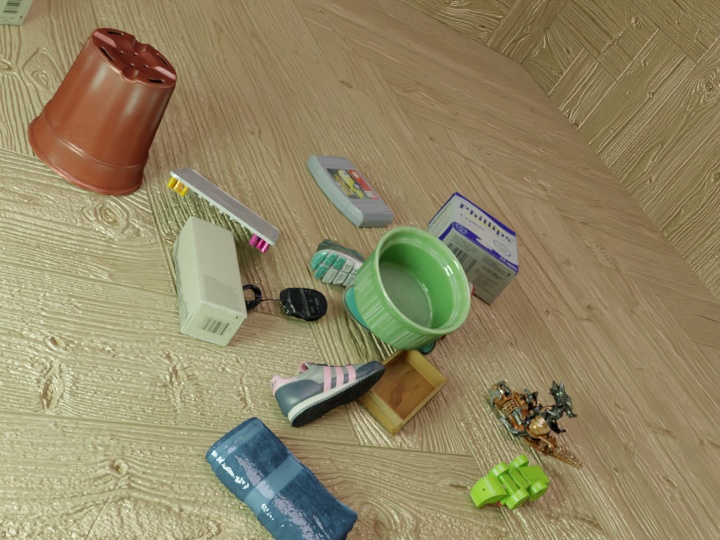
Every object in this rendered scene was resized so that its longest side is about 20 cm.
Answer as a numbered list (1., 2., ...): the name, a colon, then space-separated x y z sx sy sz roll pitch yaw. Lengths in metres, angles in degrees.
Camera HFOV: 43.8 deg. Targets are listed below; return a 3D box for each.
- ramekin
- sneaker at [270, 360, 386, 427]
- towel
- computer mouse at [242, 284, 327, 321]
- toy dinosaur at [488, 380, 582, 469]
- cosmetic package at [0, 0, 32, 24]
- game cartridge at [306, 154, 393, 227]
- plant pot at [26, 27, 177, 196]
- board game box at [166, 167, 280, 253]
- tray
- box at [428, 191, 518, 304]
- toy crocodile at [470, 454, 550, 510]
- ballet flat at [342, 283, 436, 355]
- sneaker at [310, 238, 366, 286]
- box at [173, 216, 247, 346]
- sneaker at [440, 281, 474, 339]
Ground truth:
1. ramekin: 0.084 0.036 1.536 0.197 0.098 0.203 19 53 -26
2. sneaker: -0.045 0.158 1.325 0.198 0.071 0.082 -16 57 -46
3. towel: -0.099 0.278 1.129 0.200 0.049 0.111 45 29 11
4. computer mouse: -0.136 0.055 1.451 0.197 0.034 0.060 6 57 -38
5. toy dinosaur: 0.318 0.279 1.621 0.135 0.102 0.202 -24 83 -44
6. cosmetic package: -0.684 -0.547 1.614 0.200 0.104 0.087 43 27 13
7. game cartridge: -0.026 -0.173 1.920 0.132 0.041 0.201 -8 52 -50
8. plant pot: -0.398 -0.260 1.422 0.198 0.196 0.202 28 28 -17
9. board game box: -0.226 -0.103 1.504 0.198 0.026 0.200 35 5 -7
10. tray: 0.067 0.192 1.477 0.099 0.037 0.199 44 28 10
11. box: 0.249 -0.054 1.997 0.182 0.105 0.201 33 27 -11
12. toy crocodile: 0.247 0.347 1.443 0.198 0.062 0.068 4 42 -55
13. ballet flat: 0.047 0.088 1.599 0.198 0.068 0.064 33 0 -13
14. sneaker: 0.000 0.000 1.649 0.198 0.078 0.092 30 24 -18
15. box: -0.230 0.013 1.350 0.081 0.069 0.202 22 31 -29
16. sneaker: 0.153 0.044 1.763 0.115 0.079 0.200 39 26 -1
